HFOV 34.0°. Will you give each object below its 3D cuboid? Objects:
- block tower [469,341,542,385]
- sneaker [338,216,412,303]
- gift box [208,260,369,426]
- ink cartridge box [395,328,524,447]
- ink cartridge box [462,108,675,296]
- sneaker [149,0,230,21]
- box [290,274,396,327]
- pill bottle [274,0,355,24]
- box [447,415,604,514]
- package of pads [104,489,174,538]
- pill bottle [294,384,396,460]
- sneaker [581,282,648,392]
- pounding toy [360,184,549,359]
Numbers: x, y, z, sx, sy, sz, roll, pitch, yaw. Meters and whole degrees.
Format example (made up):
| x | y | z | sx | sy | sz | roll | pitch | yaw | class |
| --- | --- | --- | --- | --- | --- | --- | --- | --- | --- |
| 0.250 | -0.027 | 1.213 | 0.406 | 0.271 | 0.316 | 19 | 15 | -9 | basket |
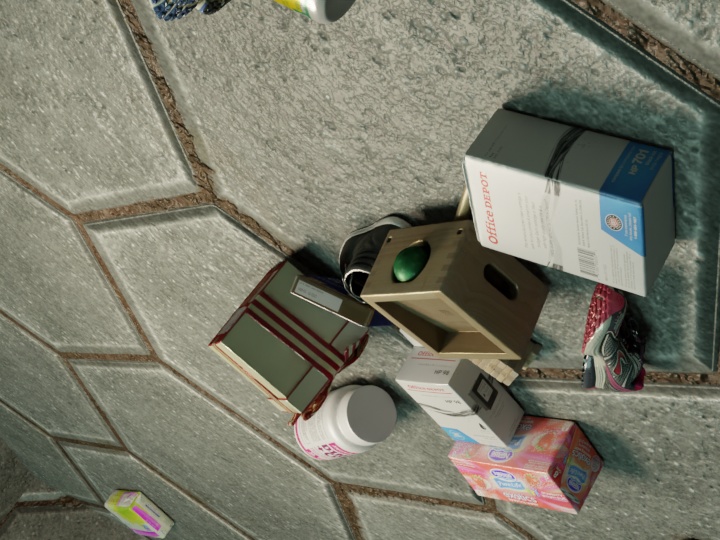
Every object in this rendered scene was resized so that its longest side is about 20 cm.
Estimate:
| x | y | z | sx | sy | sz | roll | pitch | yaw | class |
| --- | --- | --- | --- | --- | --- | --- | --- | --- | --- |
| 0.143 | 0.078 | 1.592 | 0.199 | 0.058 | 0.054 | 33 | 153 | 3 | block tower |
| 0.000 | 0.000 | 1.585 | 0.071 | 0.100 | 0.200 | 38 | 154 | -10 | sneaker |
| -0.104 | 0.114 | 1.757 | 0.186 | 0.185 | 0.200 | 41 | 172 | -8 | gift box |
| 0.134 | 0.171 | 1.722 | 0.115 | 0.067 | 0.200 | -1 | 140 | 50 | ink cartridge box |
| 0.220 | -0.072 | 1.237 | 0.199 | 0.086 | 0.147 | 21 | 149 | 29 | ink cartridge box |
| -0.192 | -0.318 | 1.245 | 0.085 | 0.077 | 0.200 | 51 | -165 | 0 | sneaker |
| -0.003 | 0.044 | 1.656 | 0.120 | 0.033 | 0.200 | 24 | -174 | 21 | box |
| -0.093 | -0.332 | 1.155 | 0.199 | 0.113 | 0.113 | 29 | 152 | 13 | pill bottle |
| 0.244 | 0.282 | 1.754 | 0.199 | 0.095 | 0.103 | 1 | 136 | 48 | box |
| -0.661 | 0.719 | 3.494 | 0.155 | 0.068 | 0.199 | 46 | 150 | -20 | package of pads |
| -0.026 | 0.256 | 1.999 | 0.113 | 0.114 | 0.200 | 41 | 152 | -11 | pill bottle |
| 0.305 | 0.081 | 1.402 | 0.074 | 0.081 | 0.200 | 9 | 153 | 16 | sneaker |
| 0.118 | -0.002 | 1.441 | 0.200 | 0.143 | 0.183 | 38 | 155 | -30 | pounding toy |
